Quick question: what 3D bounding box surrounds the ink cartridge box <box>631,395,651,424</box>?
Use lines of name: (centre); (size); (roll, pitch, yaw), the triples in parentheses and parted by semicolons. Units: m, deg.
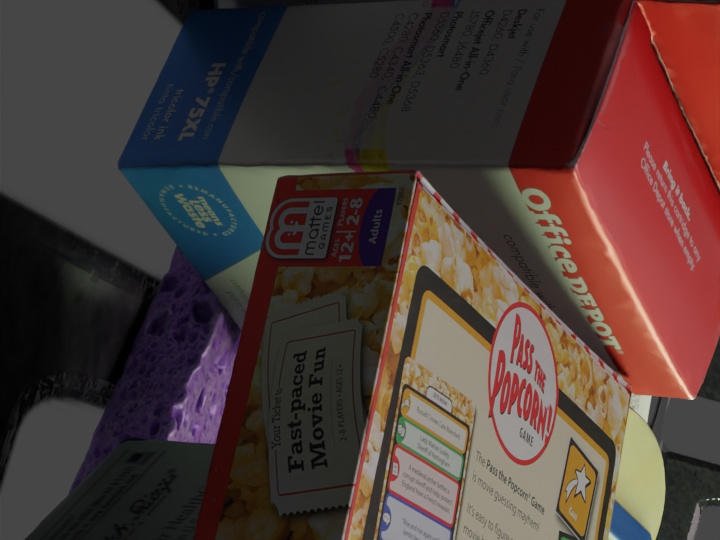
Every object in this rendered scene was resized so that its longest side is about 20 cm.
ink cartridge box: (0.041, 0.123, 0.943); (0.160, 0.050, 0.201); (-10, 123, -27)

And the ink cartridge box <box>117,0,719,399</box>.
ink cartridge box: (0.041, -0.022, 0.670); (0.116, 0.199, 0.067); (55, 47, -43)

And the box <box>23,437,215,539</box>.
box: (-0.050, 0.180, 0.626); (0.184, 0.104, 0.201); (-46, 129, -50)

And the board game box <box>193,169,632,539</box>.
board game box: (0.012, 0.096, 0.582); (0.151, 0.046, 0.201); (42, 54, -51)

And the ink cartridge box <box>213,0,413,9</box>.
ink cartridge box: (0.022, -0.148, 0.762); (0.176, 0.083, 0.201); (87, 22, -52)

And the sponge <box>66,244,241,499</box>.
sponge: (-0.071, 0.087, 0.748); (0.112, 0.030, 0.201); (78, 30, -59)

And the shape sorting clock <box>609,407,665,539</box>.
shape sorting clock: (0.042, 0.128, 0.890); (0.199, 0.039, 0.201); (-19, 135, -21)
